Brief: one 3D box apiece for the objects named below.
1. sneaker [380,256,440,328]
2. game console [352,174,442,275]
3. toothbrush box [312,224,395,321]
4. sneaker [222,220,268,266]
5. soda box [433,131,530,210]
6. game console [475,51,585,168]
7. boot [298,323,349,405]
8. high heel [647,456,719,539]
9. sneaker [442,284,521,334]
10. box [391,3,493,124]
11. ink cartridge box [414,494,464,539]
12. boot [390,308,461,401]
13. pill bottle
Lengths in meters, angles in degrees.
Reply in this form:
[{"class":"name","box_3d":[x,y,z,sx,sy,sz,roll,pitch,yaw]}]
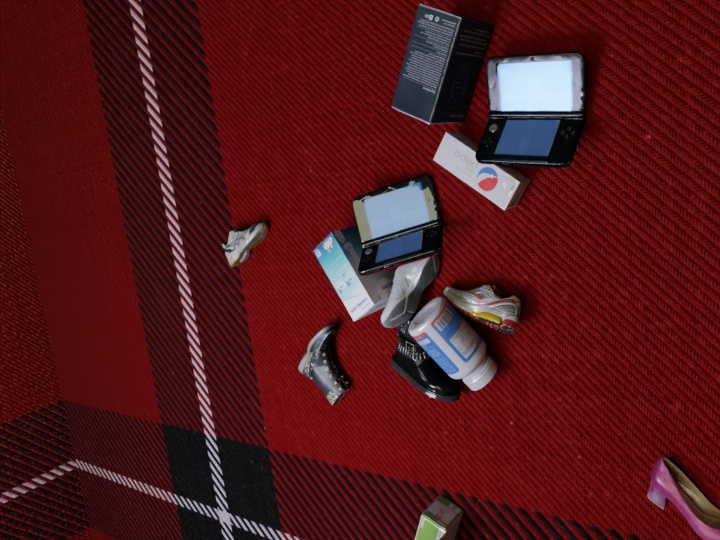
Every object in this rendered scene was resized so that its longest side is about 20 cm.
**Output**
[{"class":"sneaker","box_3d":[0.105,0.042,1.413,0.080,0.070,0.202,30,83,44]},{"class":"game console","box_3d":[0.076,-0.101,1.359,0.195,0.174,0.121,-16,118,18]},{"class":"toothbrush box","box_3d":[0.000,0.000,1.468,0.085,0.145,0.203,-41,77,37]},{"class":"sneaker","box_3d":[-0.344,-0.095,1.760,0.199,0.075,0.089,-40,77,37]},{"class":"soda box","box_3d":[0.252,-0.212,1.269,0.199,0.063,0.069,40,123,23]},{"class":"game console","box_3d":[0.316,-0.303,1.155,0.196,0.119,0.176,10,66,36]},{"class":"boot","box_3d":[-0.080,0.256,1.643,0.154,0.073,0.206,45,131,18]},{"class":"high heel","box_3d":[0.637,0.432,1.124,0.198,0.066,0.098,31,130,43]},{"class":"sneaker","box_3d":[0.268,0.071,1.331,0.197,0.078,0.084,21,78,42]},{"class":"box","box_3d":[0.166,-0.414,1.232,0.106,0.147,0.205,29,117,28]},{"class":"ink cartridge box","box_3d":[0.162,0.668,1.470,0.075,0.198,0.152,24,115,30]},{"class":"boot","box_3d":[0.162,0.197,1.431,0.208,0.079,0.162,29,118,30]},{"class":"pill bottle","box_3d":[0.208,0.166,1.341,0.200,0.113,0.112,47,127,-8]}]
